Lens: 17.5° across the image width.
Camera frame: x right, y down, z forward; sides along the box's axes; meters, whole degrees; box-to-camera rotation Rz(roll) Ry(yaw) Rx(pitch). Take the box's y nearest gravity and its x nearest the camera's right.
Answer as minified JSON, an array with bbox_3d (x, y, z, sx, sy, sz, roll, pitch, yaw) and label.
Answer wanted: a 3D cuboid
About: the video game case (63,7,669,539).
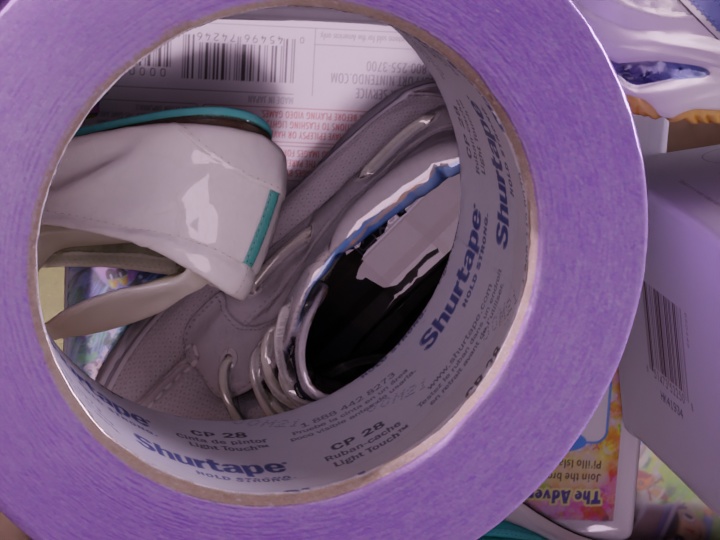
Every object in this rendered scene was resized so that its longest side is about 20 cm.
[{"bbox_3d":[0.000,0.000,0.794,0.200,0.024,0.182,3,104,-3],"label":"video game case"}]

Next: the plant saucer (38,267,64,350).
[{"bbox_3d":[-0.102,-0.034,0.817,0.200,0.031,0.200,0,102,2],"label":"plant saucer"}]

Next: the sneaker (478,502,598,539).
[{"bbox_3d":[0.082,0.137,0.765,0.200,0.121,0.084,17,120,-11],"label":"sneaker"}]

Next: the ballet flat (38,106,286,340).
[{"bbox_3d":[-0.116,-0.010,0.741,0.200,0.069,0.070,-5,104,25],"label":"ballet flat"}]

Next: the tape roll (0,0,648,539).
[{"bbox_3d":[-0.026,-0.012,0.636,0.200,0.066,0.200,-4,107,-14],"label":"tape roll"}]

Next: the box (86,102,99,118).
[{"bbox_3d":[-0.206,-0.088,0.706,0.200,0.176,0.097,-2,94,18],"label":"box"}]

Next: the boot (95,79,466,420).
[{"bbox_3d":[-0.024,0.024,0.737,0.074,0.096,0.200,38,100,-11],"label":"boot"}]

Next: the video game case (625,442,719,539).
[{"bbox_3d":[0.083,0.077,0.838,0.182,0.022,0.200,34,103,-5],"label":"video game case"}]

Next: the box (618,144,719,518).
[{"bbox_3d":[0.192,0.007,0.742,0.200,0.124,0.098,-10,105,-8],"label":"box"}]

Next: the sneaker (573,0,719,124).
[{"bbox_3d":[0.153,-0.087,0.684,0.200,0.075,0.088,3,125,-13],"label":"sneaker"}]
